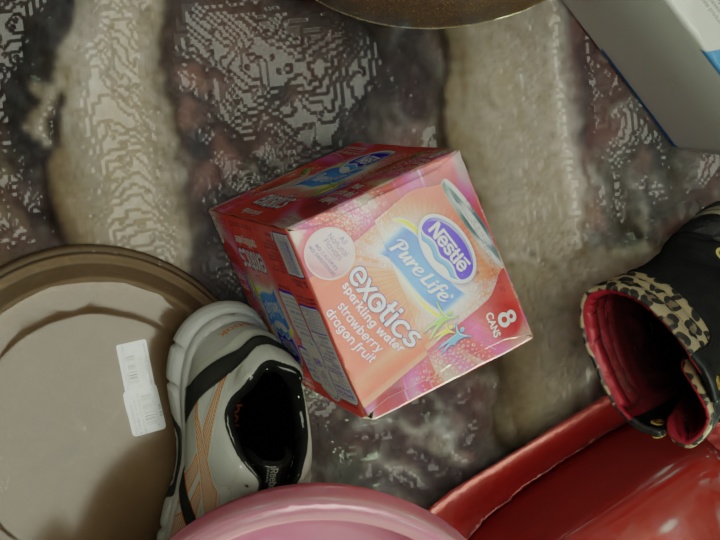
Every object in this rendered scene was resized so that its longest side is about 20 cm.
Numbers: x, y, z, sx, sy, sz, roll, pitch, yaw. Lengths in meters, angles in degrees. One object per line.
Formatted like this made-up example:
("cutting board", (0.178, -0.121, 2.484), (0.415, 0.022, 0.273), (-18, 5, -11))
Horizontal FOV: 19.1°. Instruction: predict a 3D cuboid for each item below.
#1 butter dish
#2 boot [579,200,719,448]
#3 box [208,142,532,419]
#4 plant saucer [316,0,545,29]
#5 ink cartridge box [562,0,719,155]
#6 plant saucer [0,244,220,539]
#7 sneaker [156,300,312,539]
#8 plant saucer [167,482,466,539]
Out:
("butter dish", (0.164, 0.181, 1.167), (0.199, 0.148, 0.201), (-30, 101, -10))
("boot", (0.212, 0.062, 1.154), (0.150, 0.073, 0.201), (-22, 76, -49))
("box", (0.000, 0.000, 1.083), (0.094, 0.200, 0.103), (-24, 99, -12))
("plant saucer", (0.040, -0.209, 1.101), (0.199, 0.032, 0.201), (-2, 56, 3))
("ink cartridge box", (0.228, -0.182, 1.159), (0.200, 0.145, 0.147), (-42, 104, -8))
("plant saucer", (-0.144, 0.087, 1.141), (0.199, 0.029, 0.202), (-1, 93, -15))
("sneaker", (-0.062, 0.121, 1.107), (0.073, 0.080, 0.201), (-11, 109, -26))
("plant saucer", (-0.027, 0.184, 1.088), (0.199, 0.051, 0.202), (-3, 121, -5))
